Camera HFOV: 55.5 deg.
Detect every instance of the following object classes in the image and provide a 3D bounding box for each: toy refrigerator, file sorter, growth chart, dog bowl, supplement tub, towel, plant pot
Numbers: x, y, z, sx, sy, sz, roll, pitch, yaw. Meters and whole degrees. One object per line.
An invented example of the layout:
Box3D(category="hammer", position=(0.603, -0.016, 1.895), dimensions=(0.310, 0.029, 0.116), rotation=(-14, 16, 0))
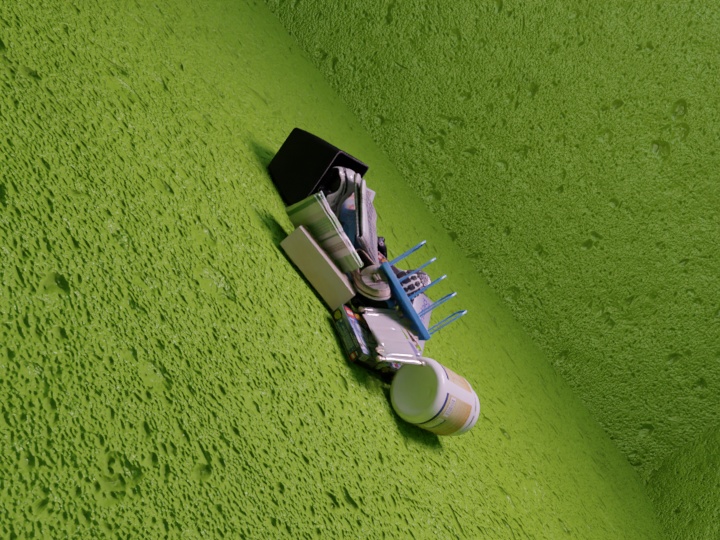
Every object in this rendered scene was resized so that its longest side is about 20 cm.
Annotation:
Box3D(category="toy refrigerator", position=(-0.097, -0.005, 1.577), dimensions=(0.201, 0.070, 0.076), rotation=(52, 9, -3))
Box3D(category="file sorter", position=(0.144, 0.047, 1.617), dimensions=(0.202, 0.122, 0.139), rotation=(59, -6, 3))
Box3D(category="growth chart", position=(0.072, 0.142, 1.511), dimensions=(0.143, 0.018, 0.201), rotation=(14, 29, -26))
Box3D(category="dog bowl", position=(-0.018, -0.074, 1.806), dimensions=(0.112, 0.049, 0.203), rotation=(54, 36, -51))
Box3D(category="supplement tub", position=(0.173, 0.291, 1.545), dimensions=(0.199, 0.144, 0.145), rotation=(34, 23, -46))
Box3D(category="towel", position=(0.021, -0.122, 1.747), dimensions=(0.193, 0.034, 0.203), rotation=(62, 22, -59))
Box3D(category="plant pot", position=(-0.129, -0.271, 1.855), dimensions=(0.177, 0.201, 0.199), rotation=(43, 13, 20))
Box3D(category="towel", position=(-0.085, -0.081, 1.608), dimensions=(0.031, 0.148, 0.202), rotation=(-40, 105, -36))

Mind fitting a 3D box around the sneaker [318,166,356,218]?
Box3D(category="sneaker", position=(-0.088, -0.179, 1.764), dimensions=(0.075, 0.202, 0.087), rotation=(34, 10, 35))

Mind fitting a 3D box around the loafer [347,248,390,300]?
Box3D(category="loafer", position=(0.016, 0.008, 1.599), dimensions=(0.071, 0.064, 0.200), rotation=(-2, 20, -19))

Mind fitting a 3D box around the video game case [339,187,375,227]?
Box3D(category="video game case", position=(-0.030, -0.150, 1.900), dimensions=(0.023, 0.185, 0.199), rotation=(20, 4, 24))

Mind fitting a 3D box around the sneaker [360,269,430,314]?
Box3D(category="sneaker", position=(0.087, 0.060, 1.741), dimensions=(0.078, 0.198, 0.089), rotation=(64, 5, 10))

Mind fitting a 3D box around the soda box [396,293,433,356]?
Box3D(category="soda box", position=(0.125, 0.147, 1.722), dimensions=(0.068, 0.063, 0.202), rotation=(39, 45, -23))

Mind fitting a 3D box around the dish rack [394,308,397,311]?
Box3D(category="dish rack", position=(0.090, 0.118, 1.857), dimensions=(0.153, 0.054, 0.201), rotation=(31, 24, -55))

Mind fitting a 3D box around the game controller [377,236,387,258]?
Box3D(category="game controller", position=(0.038, -0.070, 1.961), dimensions=(0.104, 0.042, 0.200), rotation=(43, -11, 14))

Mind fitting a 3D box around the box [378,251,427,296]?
Box3D(category="box", position=(0.086, 0.021, 1.940), dimensions=(0.200, 0.040, 0.137), rotation=(42, -12, -18))

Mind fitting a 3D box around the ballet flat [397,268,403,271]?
Box3D(category="ballet flat", position=(0.144, 0.092, 2.062), dimensions=(0.202, 0.069, 0.069), rotation=(62, 19, 19))

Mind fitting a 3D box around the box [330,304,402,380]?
Box3D(category="box", position=(0.024, 0.170, 1.554), dimensions=(0.199, 0.040, 0.138), rotation=(33, 24, -48))

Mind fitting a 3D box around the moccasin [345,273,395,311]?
Box3D(category="moccasin", position=(-0.004, 0.062, 1.664), dimensions=(0.080, 0.069, 0.199), rotation=(13, 15, -43))
